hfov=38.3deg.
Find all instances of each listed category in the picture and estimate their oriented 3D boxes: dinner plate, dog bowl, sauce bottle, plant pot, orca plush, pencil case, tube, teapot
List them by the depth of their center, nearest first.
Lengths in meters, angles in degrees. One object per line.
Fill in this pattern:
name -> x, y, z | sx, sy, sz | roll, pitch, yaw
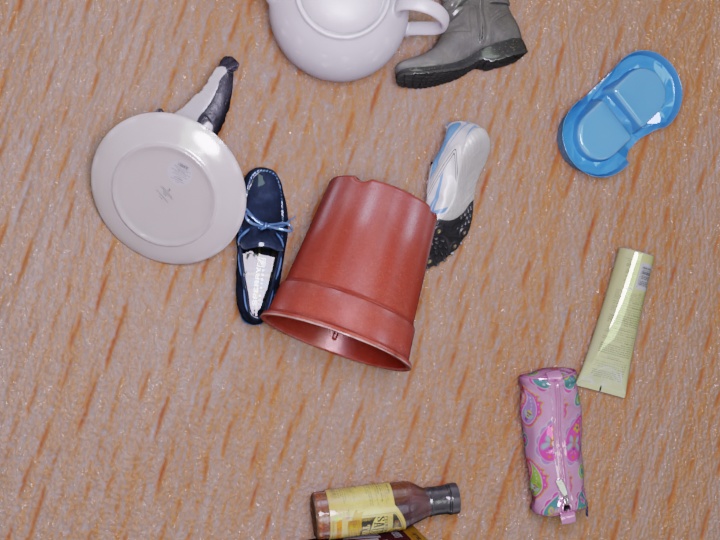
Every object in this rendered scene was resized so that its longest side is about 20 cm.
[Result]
dinner plate -> -0.239, -0.095, 1.275 | 0.197, 0.024, 0.203 | 2, 116, 5
teapot -> -0.020, -0.337, 1.299 | 0.199, 0.146, 0.199 | -32, 91, -7
plant pot -> 0.000, 0.000, 1.300 | 0.198, 0.201, 0.198 | 22, 78, -11
orca plush -> -0.210, -0.178, 1.325 | 0.104, 0.071, 0.202 | 20, 79, 34
sauce bottle -> 0.034, 0.311, 1.362 | 0.197, 0.066, 0.067 | -5, 91, -10
pencil case -> 0.261, 0.233, 1.400 | 0.086, 0.087, 0.203 | -4, 90, -11
dog bowl -> 0.354, -0.214, 1.434 | 0.200, 0.050, 0.112 | -43, 98, -8
tube -> 0.357, 0.071, 1.441 | 0.057, 0.052, 0.203 | 14, 91, 30

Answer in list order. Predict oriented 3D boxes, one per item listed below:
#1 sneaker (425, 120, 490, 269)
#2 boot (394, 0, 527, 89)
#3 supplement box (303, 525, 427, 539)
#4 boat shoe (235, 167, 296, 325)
sneaker -> 0.114, -0.101, 1.385 | 0.071, 0.072, 0.203 | 13, 100, -39
boot -> 0.120, -0.325, 1.386 | 0.197, 0.068, 0.132 | -17, 86, -16
supplement box -> -0.004, 0.449, 1.321 | 0.197, 0.133, 0.201 | -5, 91, -12
boat shoe -> -0.120, -0.032, 1.327 | 0.083, 0.069, 0.203 | -3, 91, -12
